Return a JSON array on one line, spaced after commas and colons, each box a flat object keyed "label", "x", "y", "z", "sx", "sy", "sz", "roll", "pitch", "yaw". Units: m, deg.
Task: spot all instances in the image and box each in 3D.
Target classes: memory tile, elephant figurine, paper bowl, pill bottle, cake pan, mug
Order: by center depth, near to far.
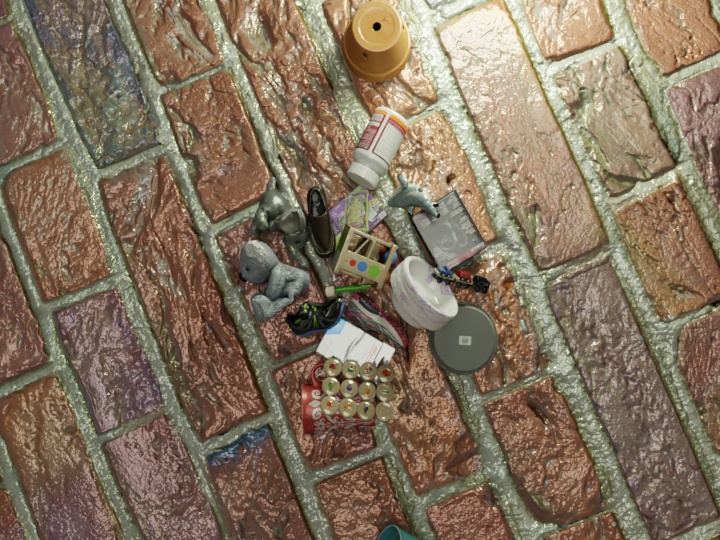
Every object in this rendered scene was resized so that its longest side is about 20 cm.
[{"label": "memory tile", "x": -0.006, "y": 0.315, "z": 1.604, "sx": 0.194, "sy": 0.017, "sz": 0.157, "roll": 7, "pitch": 66, "yaw": -3}, {"label": "paper bowl", "x": 0.159, "y": 0.070, "z": 1.622, "sx": 0.201, "sy": 0.200, "sz": 0.104, "roll": 48, "pitch": 118, "yaw": 2}, {"label": "mug", "x": -0.060, "y": 0.352, "z": 1.639, "sx": 0.194, "sy": 0.134, "sz": 0.182, "roll": -2, "pitch": 116, "yaw": -2}, {"label": "pill bottle", "x": 0.045, "y": -0.334, "z": 1.671, "sx": 0.108, "sy": 0.110, "sz": 0.203, "roll": 27, "pitch": 84, "yaw": 2}, {"label": "elephant figurine", "x": -0.196, "y": -0.124, "z": 1.684, "sx": 0.196, "sy": 0.156, "sz": 0.143, "roll": 23, "pitch": 45, "yaw": -8}, {"label": "cake pan", "x": 0.287, "y": 0.190, "z": 1.688, "sx": 0.194, "sy": 0.037, "sz": 0.206, "roll": 0, "pitch": 88, "yaw": 1}]

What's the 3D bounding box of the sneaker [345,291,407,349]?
[{"label": "sneaker", "x": 0.049, "y": 0.148, "z": 1.682, "sx": 0.199, "sy": 0.080, "sz": 0.075, "roll": 40, "pitch": 104, "yaw": 10}]

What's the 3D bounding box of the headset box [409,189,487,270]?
[{"label": "headset box", "x": 0.246, "y": -0.095, "z": 1.680, "sx": 0.147, "sy": 0.077, "sz": 0.203, "roll": -31, "pitch": 88, "yaw": 1}]

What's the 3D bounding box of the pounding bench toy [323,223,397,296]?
[{"label": "pounding bench toy", "x": 0.000, "y": 0.000, "z": 1.648, "sx": 0.153, "sy": 0.124, "sz": 0.204, "roll": 21, "pitch": 95, "yaw": -11}]

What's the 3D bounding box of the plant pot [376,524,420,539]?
[{"label": "plant pot", "x": 0.136, "y": 0.805, "z": 1.602, "sx": 0.185, "sy": 0.200, "sz": 0.204, "roll": 25, "pitch": 89, "yaw": -13}]

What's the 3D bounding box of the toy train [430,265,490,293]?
[{"label": "toy train", "x": 0.275, "y": 0.023, "z": 1.649, "sx": 0.196, "sy": 0.034, "sz": 0.047, "roll": 13, "pitch": 115, "yaw": -29}]

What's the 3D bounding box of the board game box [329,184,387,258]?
[{"label": "board game box", "x": -0.032, "y": -0.136, "z": 1.714, "sx": 0.199, "sy": 0.032, "sz": 0.121, "roll": -40, "pitch": 90, "yaw": 0}]

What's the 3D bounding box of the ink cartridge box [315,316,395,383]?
[{"label": "ink cartridge box", "x": -0.011, "y": 0.219, "z": 1.680, "sx": 0.197, "sy": 0.067, "sz": 0.118, "roll": 29, "pitch": 88, "yaw": 3}]

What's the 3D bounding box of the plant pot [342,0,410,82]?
[{"label": "plant pot", "x": 0.044, "y": -0.643, "z": 1.676, "sx": 0.194, "sy": 0.140, "sz": 0.206, "roll": 0, "pitch": 88, "yaw": 3}]

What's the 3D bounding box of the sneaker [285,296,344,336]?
[{"label": "sneaker", "x": -0.124, "y": 0.120, "z": 1.644, "sx": 0.197, "sy": 0.072, "sz": 0.083, "roll": -24, "pitch": 130, "yaw": 30}]

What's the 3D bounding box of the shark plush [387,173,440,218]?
[{"label": "shark plush", "x": 0.155, "y": -0.178, "z": 1.653, "sx": 0.199, "sy": 0.091, "sz": 0.084, "roll": 37, "pitch": 92, "yaw": 36}]

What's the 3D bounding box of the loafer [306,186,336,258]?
[{"label": "loafer", "x": -0.116, "y": -0.134, "z": 1.669, "sx": 0.071, "sy": 0.071, "sz": 0.205, "roll": -13, "pitch": 86, "yaw": 2}]

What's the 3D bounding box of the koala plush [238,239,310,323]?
[{"label": "koala plush", "x": -0.253, "y": 0.005, "z": 1.640, "sx": 0.182, "sy": 0.177, "sz": 0.202, "roll": -35, "pitch": 97, "yaw": -9}]
